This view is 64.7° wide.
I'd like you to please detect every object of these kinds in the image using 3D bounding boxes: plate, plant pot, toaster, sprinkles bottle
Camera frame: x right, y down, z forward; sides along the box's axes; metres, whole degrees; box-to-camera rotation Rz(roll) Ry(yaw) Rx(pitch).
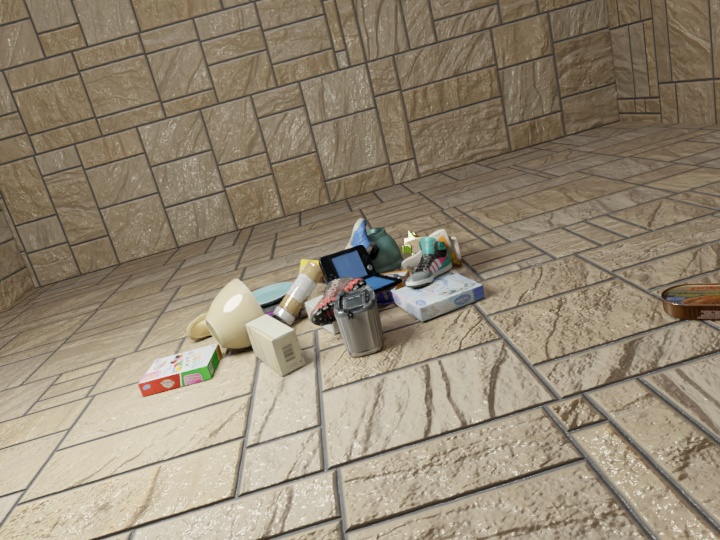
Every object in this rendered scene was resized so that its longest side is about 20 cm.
[{"bbox_3d":[-0.316,0.089,1.933,0.196,0.026,0.201,-16,16,5],"label":"plate"},{"bbox_3d":[-0.367,0.145,1.639,0.133,0.203,0.199,-33,22,-24],"label":"plant pot"},{"bbox_3d":[-0.002,0.130,1.447,0.111,0.132,0.200,-15,16,2],"label":"toaster"},{"bbox_3d":[-0.189,0.069,1.757,0.202,0.068,0.068,-57,30,-13],"label":"sprinkles bottle"},{"bbox_3d":[0.048,-0.075,2.060,0.196,0.137,0.201,-13,17,4],"label":"plant pot"}]

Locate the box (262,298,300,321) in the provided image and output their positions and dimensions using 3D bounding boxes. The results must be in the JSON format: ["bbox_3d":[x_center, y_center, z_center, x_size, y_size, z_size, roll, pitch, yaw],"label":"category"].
[{"bbox_3d":[-0.264,0.123,1.878,0.140,0.037,0.200,-16,18,1],"label":"box"}]

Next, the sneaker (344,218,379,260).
[{"bbox_3d":[0.017,-0.090,1.935,0.109,0.078,0.202,16,46,6],"label":"sneaker"}]

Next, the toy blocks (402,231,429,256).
[{"bbox_3d":[0.240,-0.089,1.992,0.134,0.103,0.199,-2,1,23],"label":"toy blocks"}]

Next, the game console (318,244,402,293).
[{"bbox_3d":[0.000,0.000,1.723,0.198,0.175,0.118,-19,-9,-42],"label":"game console"}]

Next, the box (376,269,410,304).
[{"bbox_3d":[0.077,0.055,1.781,0.117,0.042,0.200,-8,16,23],"label":"box"}]

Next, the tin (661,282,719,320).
[{"bbox_3d":[0.729,0.063,1.168,0.197,0.043,0.112,-2,25,38],"label":"tin"}]

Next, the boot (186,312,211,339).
[{"bbox_3d":[-0.443,0.173,1.811,0.197,0.074,0.154,-19,13,-31],"label":"boot"}]

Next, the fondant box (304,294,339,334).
[{"bbox_3d":[-0.063,0.114,1.687,0.142,0.059,0.199,-22,19,-22],"label":"fondant box"}]

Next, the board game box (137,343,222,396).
[{"bbox_3d":[-0.499,0.275,1.589,0.196,0.041,0.153,-15,16,3],"label":"board game box"}]

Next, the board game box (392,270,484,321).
[{"bbox_3d":[0.215,0.068,1.605,0.195,0.044,0.200,-18,16,-14],"label":"board game box"}]

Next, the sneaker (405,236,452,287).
[{"bbox_3d":[0.194,-0.035,1.666,0.083,0.123,0.198,-1,20,44],"label":"sneaker"}]

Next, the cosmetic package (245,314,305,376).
[{"bbox_3d":[-0.227,0.193,1.499,0.072,0.106,0.199,-23,17,-26],"label":"cosmetic package"}]

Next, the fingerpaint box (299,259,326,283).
[{"bbox_3d":[-0.082,0.012,1.882,0.164,0.075,0.198,10,-3,-39],"label":"fingerpaint box"}]

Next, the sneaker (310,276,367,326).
[{"bbox_3d":[-0.074,0.080,1.569,0.097,0.072,0.199,23,48,40],"label":"sneaker"}]

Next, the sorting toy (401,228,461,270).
[{"bbox_3d":[0.226,-0.044,1.838,0.177,0.109,0.199,-20,-10,18],"label":"sorting toy"}]
